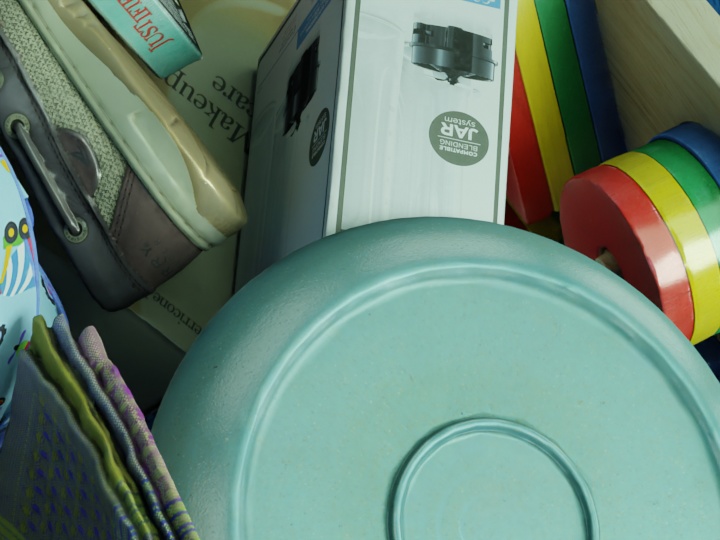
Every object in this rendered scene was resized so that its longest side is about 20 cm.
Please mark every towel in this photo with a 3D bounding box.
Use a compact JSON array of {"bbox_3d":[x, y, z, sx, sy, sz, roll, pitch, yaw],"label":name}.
[{"bbox_3d":[-0.062,0.127,0.605,0.023,0.144,0.201,-7,49,-28],"label":"towel"}]

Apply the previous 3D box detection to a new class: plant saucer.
[{"bbox_3d":[0.035,0.076,0.642,0.198,0.027,0.202,6,71,-18],"label":"plant saucer"}]

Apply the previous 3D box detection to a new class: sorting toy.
[{"bbox_3d":[0.088,-0.021,0.826,0.069,0.200,0.201,-24,56,-16],"label":"sorting toy"}]

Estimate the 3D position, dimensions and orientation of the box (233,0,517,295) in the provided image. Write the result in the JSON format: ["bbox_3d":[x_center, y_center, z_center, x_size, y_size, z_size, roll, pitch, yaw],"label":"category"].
[{"bbox_3d":[0.000,0.000,0.738,0.060,0.117,0.202,12,67,-16],"label":"box"}]

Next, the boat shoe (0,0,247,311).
[{"bbox_3d":[-0.119,-0.072,0.735,0.065,0.072,0.200,-41,76,-2],"label":"boat shoe"}]

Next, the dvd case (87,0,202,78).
[{"bbox_3d":[-0.121,-0.173,0.742,0.201,0.022,0.146,65,7,24],"label":"dvd case"}]

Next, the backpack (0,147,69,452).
[{"bbox_3d":[-0.167,-0.009,0.662,0.134,0.200,0.183,-25,76,-38],"label":"backpack"}]

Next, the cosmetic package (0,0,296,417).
[{"bbox_3d":[-0.070,-0.054,0.837,0.105,0.071,0.201,36,54,-16],"label":"cosmetic package"}]
